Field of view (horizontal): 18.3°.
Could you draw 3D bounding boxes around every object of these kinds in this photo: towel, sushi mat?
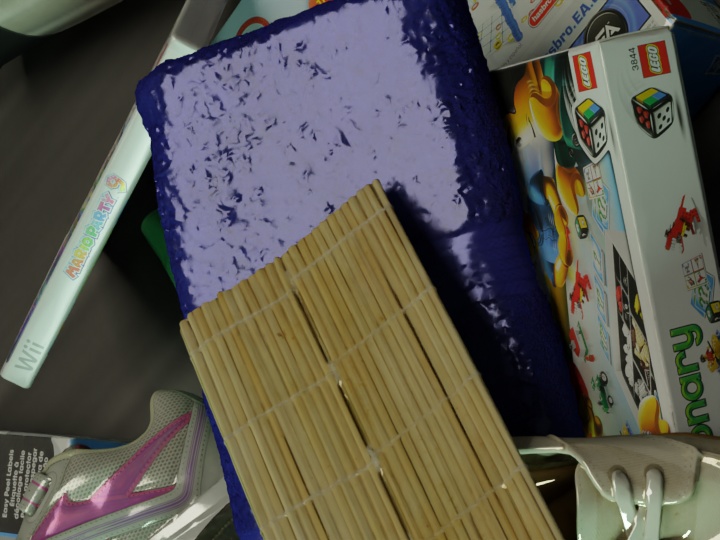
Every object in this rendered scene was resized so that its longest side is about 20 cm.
[{"bbox_3d":[0.000,0.000,0.855,0.147,0.050,0.201,-17,84,23],"label":"towel"},{"bbox_3d":[0.004,0.064,0.765,0.096,0.012,0.200,-33,51,9],"label":"sushi mat"}]

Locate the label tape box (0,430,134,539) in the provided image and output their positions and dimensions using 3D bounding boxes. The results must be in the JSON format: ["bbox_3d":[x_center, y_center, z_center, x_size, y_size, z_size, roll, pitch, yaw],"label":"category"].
[{"bbox_3d":[-0.192,0.154,1.150,0.200,0.066,0.144,0,84,43],"label":"label tape box"}]

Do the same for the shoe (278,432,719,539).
[{"bbox_3d":[0.063,0.090,0.762,0.199,0.053,0.070,-2,90,29],"label":"shoe"}]

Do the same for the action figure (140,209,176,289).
[{"bbox_3d":[-0.040,0.025,1.007,0.118,0.055,0.200,99,151,-49],"label":"action figure"}]

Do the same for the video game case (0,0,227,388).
[{"bbox_3d":[-0.109,-0.057,1.055,0.200,0.018,0.143,-59,9,30],"label":"video game case"}]

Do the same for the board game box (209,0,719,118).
[{"bbox_3d":[0.039,-0.092,0.965,0.200,0.056,0.196,-51,53,27],"label":"board game box"}]

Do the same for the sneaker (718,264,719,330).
[{"bbox_3d":[0.151,0.038,0.819,0.075,0.082,0.201,-1,84,44],"label":"sneaker"}]

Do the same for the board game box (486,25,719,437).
[{"bbox_3d":[0.089,0.018,0.829,0.126,0.035,0.201,-7,95,67],"label":"board game box"}]

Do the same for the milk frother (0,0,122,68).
[{"bbox_3d":[-0.198,-0.210,1.115,0.188,0.200,0.181,-21,66,40],"label":"milk frother"}]

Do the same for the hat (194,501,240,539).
[{"bbox_3d":[0.005,0.173,0.934,0.200,0.081,0.201,5,103,24],"label":"hat"}]

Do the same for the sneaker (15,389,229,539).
[{"bbox_3d":[-0.124,0.130,1.031,0.200,0.081,0.088,-37,70,-3],"label":"sneaker"}]
